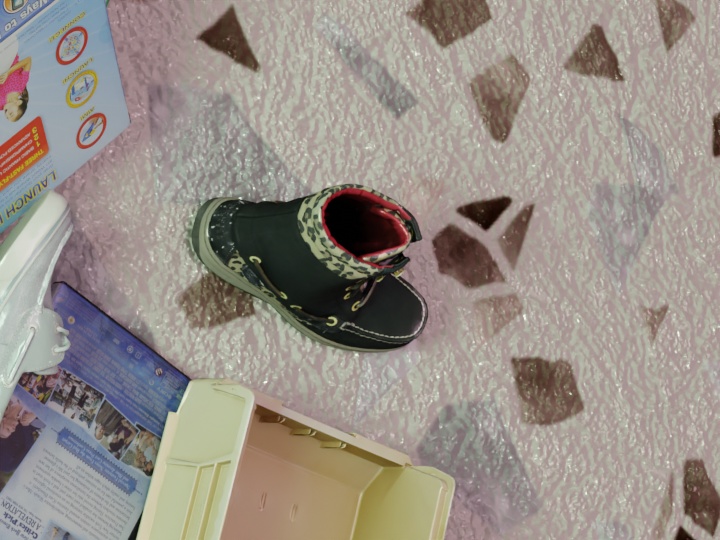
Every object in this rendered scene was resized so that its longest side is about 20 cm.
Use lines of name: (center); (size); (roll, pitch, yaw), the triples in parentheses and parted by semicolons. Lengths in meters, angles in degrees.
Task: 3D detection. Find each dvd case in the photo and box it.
dvd case: (-0.197, 0.128, 1.522); (0.143, 0.018, 0.200); (40, 62, -27)

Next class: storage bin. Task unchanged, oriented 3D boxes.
storage bin: (-0.048, 0.196, 1.568); (0.200, 0.094, 0.199); (26, 70, -38)

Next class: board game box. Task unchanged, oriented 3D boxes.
board game box: (-0.243, -0.109, 1.405); (0.200, 0.056, 0.196); (-42, 151, -25)

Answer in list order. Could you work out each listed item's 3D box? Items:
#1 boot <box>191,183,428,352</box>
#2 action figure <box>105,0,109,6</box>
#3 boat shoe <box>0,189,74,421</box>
boot: (-0.001, 0.001, 1.598); (0.203, 0.154, 0.074); (28, 69, -31)
action figure: (-0.203, -0.215, 1.532); (0.118, 0.055, 0.200); (11, 85, -37)
boat shoe: (-0.226, 0.047, 1.450); (0.071, 0.070, 0.201); (29, 89, -13)
